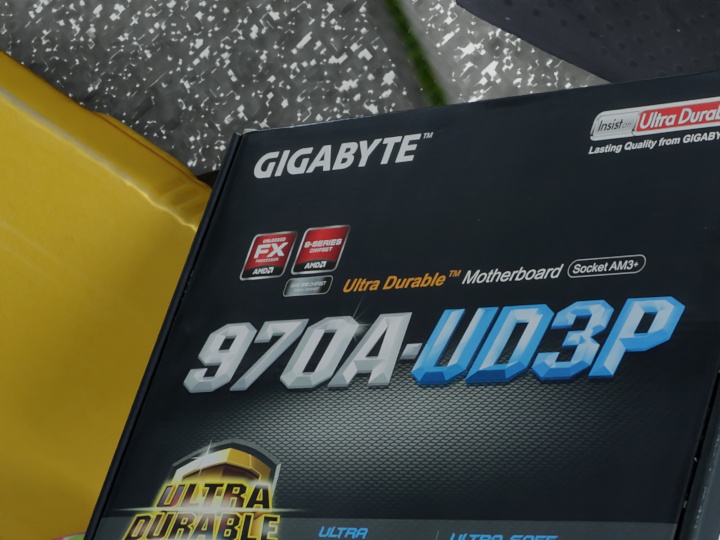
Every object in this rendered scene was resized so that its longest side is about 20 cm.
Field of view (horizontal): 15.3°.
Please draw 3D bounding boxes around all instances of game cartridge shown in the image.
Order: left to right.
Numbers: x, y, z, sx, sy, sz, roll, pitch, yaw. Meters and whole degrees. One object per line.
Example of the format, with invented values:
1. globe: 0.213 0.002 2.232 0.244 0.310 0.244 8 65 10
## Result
1. game cartridge: -0.122 0.018 0.841 0.200 0.032 0.177 33 121 20

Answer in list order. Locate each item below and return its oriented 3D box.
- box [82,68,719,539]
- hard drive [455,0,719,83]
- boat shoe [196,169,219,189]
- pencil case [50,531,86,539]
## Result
1. box: 0.026 0.034 0.670 0.199 0.046 0.160 -4 59 43
2. hard drive: 0.131 -0.094 0.749 0.199 0.135 0.042 23 47 13
3. boat shoe: 0.000 0.000 0.816 0.199 0.072 0.077 -9 102 30
4. pencil case: -0.080 0.151 0.726 0.087 0.200 0.088 -3 115 -6
